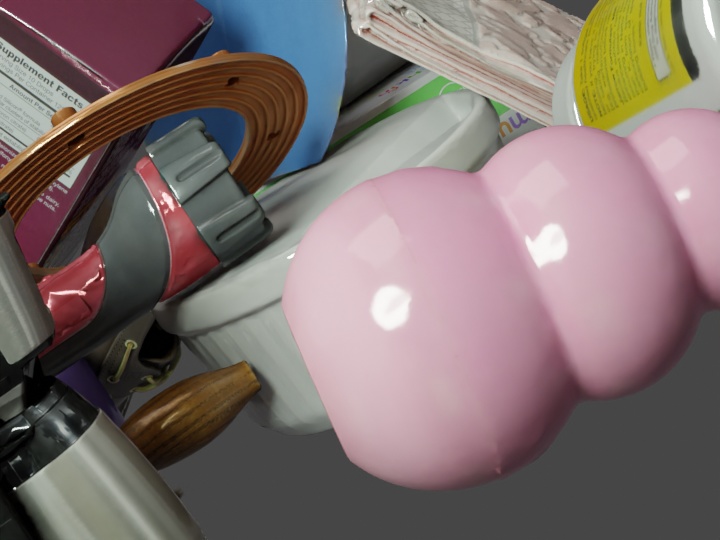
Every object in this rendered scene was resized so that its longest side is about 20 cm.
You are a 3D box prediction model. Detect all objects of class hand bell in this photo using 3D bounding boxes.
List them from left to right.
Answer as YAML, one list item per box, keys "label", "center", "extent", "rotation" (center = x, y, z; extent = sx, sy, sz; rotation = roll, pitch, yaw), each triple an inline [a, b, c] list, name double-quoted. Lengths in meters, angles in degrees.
- label: "hand bell"
  center: [-0.132, 0.103, 0.874]
  extent: [0.199, 0.104, 0.104]
  rotation: [-31, 12, -6]

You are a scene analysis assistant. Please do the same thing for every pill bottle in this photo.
- label: "pill bottle"
  center: [0.158, -0.090, 0.822]
  extent: [0.114, 0.115, 0.200]
  rotation: [-36, 1, -16]

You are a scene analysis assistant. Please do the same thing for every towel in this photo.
- label: "towel"
  center: [0.080, -0.123, 1.006]
  extent: [0.032, 0.190, 0.200]
  rotation: [-61, 14, 19]

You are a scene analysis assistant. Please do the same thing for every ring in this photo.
- label: "ring"
  center: [-0.114, -0.043, 0.922]
  extent: [0.200, 0.019, 0.201]
  rotation: [-30, -19, -11]

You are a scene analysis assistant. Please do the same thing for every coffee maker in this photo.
- label: "coffee maker"
  center: [-0.168, 0.098, 0.734]
  extent: [0.192, 0.200, 0.134]
  rotation: [-41, 14, -36]

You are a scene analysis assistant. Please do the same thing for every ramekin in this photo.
- label: "ramekin"
  center: [0.000, 0.000, 0.955]
  extent: [0.202, 0.094, 0.202]
  rotation: [-31, 12, 7]

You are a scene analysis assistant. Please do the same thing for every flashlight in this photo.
- label: "flashlight"
  center: [-0.138, 0.011, 0.875]
  extent: [0.200, 0.068, 0.068]
  rotation: [-33, -13, -3]

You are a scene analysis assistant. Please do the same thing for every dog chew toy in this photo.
- label: "dog chew toy"
  center: [0.073, 0.001, 0.723]
  extent: [0.199, 0.125, 0.125]
  rotation: [-25, 12, -1]

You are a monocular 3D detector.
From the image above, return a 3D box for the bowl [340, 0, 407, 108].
- label: "bowl"
  center: [-0.025, -0.147, 1.205]
  extent: [0.200, 0.075, 0.199]
  rotation: [-38, 12, -36]

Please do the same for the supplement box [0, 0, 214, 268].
- label: "supplement box"
  center: [-0.172, -0.066, 1.003]
  extent: [0.200, 0.085, 0.110]
  rotation: [-54, 3, 35]

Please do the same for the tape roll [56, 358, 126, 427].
- label: "tape roll"
  center: [-0.214, 0.127, 1.013]
  extent: [0.199, 0.085, 0.200]
  rotation: [-31, 11, 7]

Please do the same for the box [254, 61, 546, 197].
- label: "box"
  center: [0.000, -0.050, 1.156]
  extent: [0.200, 0.097, 0.176]
  rotation: [-32, 10, -5]

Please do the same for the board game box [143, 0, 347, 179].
- label: "board game box"
  center: [-0.060, -0.126, 1.068]
  extent: [0.039, 0.159, 0.200]
  rotation: [-7, -6, -41]

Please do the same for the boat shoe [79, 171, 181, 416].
- label: "boat shoe"
  center: [-0.132, 0.035, 1.090]
  extent: [0.072, 0.059, 0.201]
  rotation: [-56, -11, -50]
